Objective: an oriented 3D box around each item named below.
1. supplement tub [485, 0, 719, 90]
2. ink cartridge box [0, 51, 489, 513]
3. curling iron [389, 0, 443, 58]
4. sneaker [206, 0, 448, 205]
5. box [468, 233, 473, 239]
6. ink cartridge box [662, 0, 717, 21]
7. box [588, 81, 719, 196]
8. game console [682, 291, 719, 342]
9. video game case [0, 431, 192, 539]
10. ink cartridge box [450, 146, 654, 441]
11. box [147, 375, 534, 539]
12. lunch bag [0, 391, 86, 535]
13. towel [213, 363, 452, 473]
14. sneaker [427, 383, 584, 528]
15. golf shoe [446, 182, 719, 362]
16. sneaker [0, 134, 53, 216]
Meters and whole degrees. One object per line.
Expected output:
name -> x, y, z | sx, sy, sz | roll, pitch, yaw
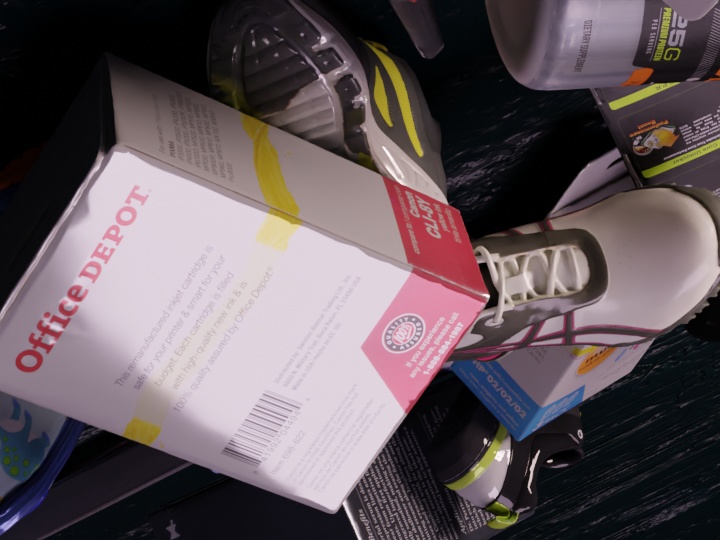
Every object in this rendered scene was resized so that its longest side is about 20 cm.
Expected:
supplement tub -> 0.161, -0.145, 1.083 | 0.199, 0.123, 0.123 | -5, 155, -10
ink cartridge box -> -0.065, 0.008, 1.139 | 0.200, 0.084, 0.145 | 23, 119, -24
curling iron -> 0.028, -0.142, 1.139 | 0.049, 0.026, 0.200 | -17, 158, -2
sneaker -> -0.016, -0.084, 1.185 | 0.074, 0.085, 0.200 | -14, 140, 19
box -> 0.000, 0.000, 1.417 | 0.117, 0.048, 0.200 | -25, 160, 10
ink cartridge box -> 0.155, -0.205, 0.961 | 0.200, 0.117, 0.067 | -48, -176, 42
box -> 0.208, -0.123, 1.224 | 0.200, 0.048, 0.193 | -25, 135, 9
game console -> 0.260, -0.073, 1.380 | 0.175, 0.116, 0.200 | -3, 122, 19
video game case -> -0.117, 0.095, 1.352 | 0.200, 0.026, 0.181 | -27, -176, 22
ink cartridge box -> 0.147, 0.003, 1.458 | 0.115, 0.068, 0.200 | -29, 159, -38
box -> -0.009, 0.155, 1.580 | 0.148, 0.107, 0.200 | -26, 175, 34
lunch bag -> -0.242, 0.107, 1.298 | 0.200, 0.083, 0.161 | -29, -163, 21
towel -> -0.006, 0.080, 1.539 | 0.147, 0.024, 0.200 | -26, 176, 16
sneaker -> 0.108, 0.091, 1.567 | 0.072, 0.083, 0.200 | -38, -168, 46
golf shoe -> 0.093, 0.010, 1.242 | 0.200, 0.077, 0.088 | -18, 174, 27
sneaker -> -0.185, 0.007, 1.222 | 0.200, 0.079, 0.075 | -33, 154, 27
